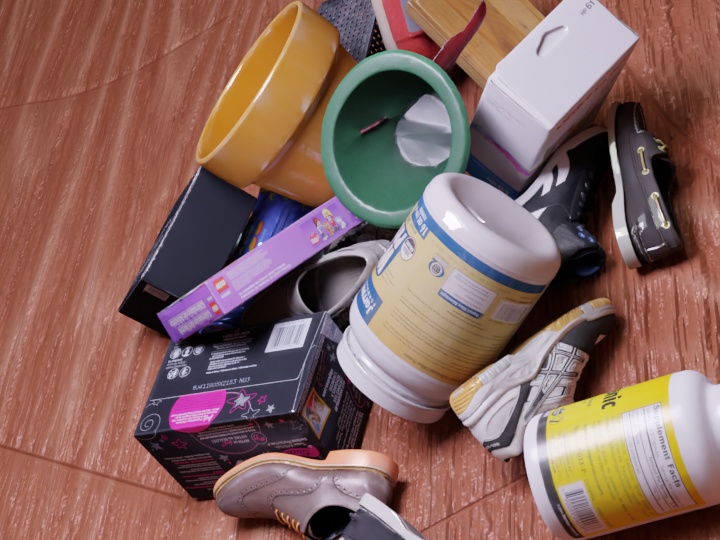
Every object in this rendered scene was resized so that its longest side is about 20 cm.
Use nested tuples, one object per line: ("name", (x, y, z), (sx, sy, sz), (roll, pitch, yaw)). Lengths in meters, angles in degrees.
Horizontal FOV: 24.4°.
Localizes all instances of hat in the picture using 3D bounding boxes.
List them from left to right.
("hat", (0.079, -0.147, 1.688), (0.166, 0.176, 0.200), (48, 117, 16))

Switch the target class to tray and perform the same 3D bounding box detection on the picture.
("tray", (0.154, -0.252, 1.815), (0.099, 0.200, 0.037), (-44, -7, -9))

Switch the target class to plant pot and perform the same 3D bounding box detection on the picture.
("plant pot", (-0.046, -0.150, 1.761), (0.201, 0.182, 0.201), (-50, 18, 23))

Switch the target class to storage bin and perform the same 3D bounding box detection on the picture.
("storage bin", (0.008, -0.223, 1.936), (0.093, 0.136, 0.201), (-14, 42, 28))

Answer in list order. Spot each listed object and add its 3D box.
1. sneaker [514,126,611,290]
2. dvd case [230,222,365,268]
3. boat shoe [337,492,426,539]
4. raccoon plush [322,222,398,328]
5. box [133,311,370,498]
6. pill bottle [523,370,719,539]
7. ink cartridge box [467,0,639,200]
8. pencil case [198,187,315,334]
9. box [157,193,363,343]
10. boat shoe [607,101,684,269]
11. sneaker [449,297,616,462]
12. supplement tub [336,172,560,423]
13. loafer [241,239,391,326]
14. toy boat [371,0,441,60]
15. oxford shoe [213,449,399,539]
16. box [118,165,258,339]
("sneaker", (0.216, -0.051, 1.644), (0.111, 0.073, 0.200), (32, 66, 35))
("dvd case", (-0.060, -0.042, 1.897), (0.146, 0.022, 0.200), (-46, 38, -10))
("boat shoe", (0.050, 0.261, 1.433), (0.199, 0.074, 0.061), (30, 81, 45))
("raccoon plush", (0.000, 0.000, 1.779), (0.133, 0.097, 0.200), (-23, 9, 39))
("box", (-0.102, 0.136, 1.662), (0.198, 0.115, 0.133), (-10, 43, 30))
("pill bottle", (0.243, 0.146, 1.360), (0.198, 0.112, 0.112), (-19, 40, 23))
("ink cartridge box", (0.184, -0.170, 1.670), (0.085, 0.200, 0.145), (41, 71, 10))
("pencil case", (-0.107, 0.001, 1.808), (0.087, 0.077, 0.202), (-38, 28, 63))
("box", (-0.099, -0.004, 1.685), (0.199, 0.039, 0.137), (-35, 3, -31))
("boat shoe", (0.279, -0.090, 1.623), (0.060, 0.072, 0.203), (-15, 48, 21))
("sneaker", (0.170, 0.101, 1.515), (0.199, 0.088, 0.076), (-34, -3, -29))
("supplement tub", (0.079, 0.027, 1.552), (0.201, 0.144, 0.145), (-57, 30, 22))
("loafer", (-0.049, 0.022, 1.666), (0.199, 0.070, 0.071), (-29, 74, 30))
("toy boat", (0.112, -0.310, 1.906), (0.130, 0.132, 0.199), (-13, 8, 38))
("oxford shoe", (-0.060, 0.219, 1.576), (0.198, 0.071, 0.073), (-12, 48, 31))
("box", (-0.193, -0.016, 1.839), (0.142, 0.078, 0.200), (-66, 9, -16))
